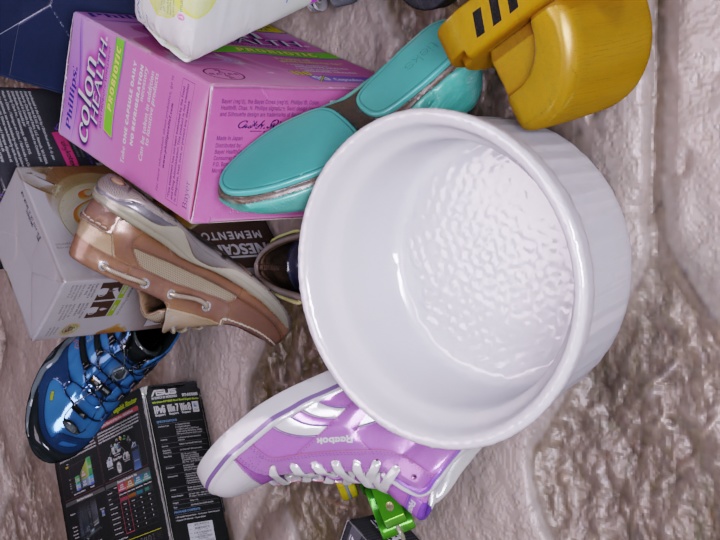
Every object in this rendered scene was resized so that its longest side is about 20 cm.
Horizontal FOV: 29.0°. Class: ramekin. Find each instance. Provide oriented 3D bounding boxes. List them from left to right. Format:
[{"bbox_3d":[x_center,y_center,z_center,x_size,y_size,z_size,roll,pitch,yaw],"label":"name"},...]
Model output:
[{"bbox_3d":[0.068,0.000,0.851,0.199,0.097,0.202,7,102,35],"label":"ramekin"}]

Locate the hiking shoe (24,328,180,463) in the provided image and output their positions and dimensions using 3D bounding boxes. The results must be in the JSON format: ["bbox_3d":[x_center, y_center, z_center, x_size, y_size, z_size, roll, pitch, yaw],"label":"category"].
[{"bbox_3d":[-0.212,0.073,1.179,0.201,0.074,0.087,-59,22,-19],"label":"hiking shoe"}]

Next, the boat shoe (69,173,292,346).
[{"bbox_3d":[-0.131,0.008,1.007,0.072,0.200,0.076,-54,38,-3],"label":"boat shoe"}]

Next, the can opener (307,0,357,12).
[{"bbox_3d":[-0.032,-0.293,1.039,0.066,0.053,0.202,-7,86,19],"label":"can opener"}]

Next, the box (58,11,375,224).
[{"bbox_3d":[-0.093,-0.115,1.014,0.200,0.175,0.098,31,117,46],"label":"box"}]

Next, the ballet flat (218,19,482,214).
[{"bbox_3d":[0.002,-0.083,0.912,0.067,0.199,0.071,48,170,42],"label":"ballet flat"}]

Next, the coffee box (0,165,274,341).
[{"bbox_3d":[-0.175,-0.018,1.103,0.080,0.199,0.115,-53,54,40],"label":"coffee box"}]

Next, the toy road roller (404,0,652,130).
[{"bbox_3d":[0.125,-0.172,0.790,0.200,0.122,0.147,-31,83,50],"label":"toy road roller"}]

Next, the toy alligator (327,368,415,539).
[{"bbox_3d":[0.014,0.150,0.998,0.054,0.059,0.201,73,175,-63],"label":"toy alligator"}]

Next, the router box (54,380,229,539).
[{"bbox_3d":[-0.205,0.198,1.265,0.200,0.062,0.151,-28,71,49],"label":"router box"}]

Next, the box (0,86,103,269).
[{"bbox_3d":[-0.245,-0.078,1.185,0.122,0.199,0.107,-47,58,42],"label":"box"}]

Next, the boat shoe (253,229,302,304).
[{"bbox_3d":[0.000,0.000,0.998,0.199,0.059,0.073,5,97,51],"label":"boat shoe"}]

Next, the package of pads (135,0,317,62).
[{"bbox_3d":[-0.070,-0.245,0.892,0.068,0.154,0.201,39,142,25],"label":"package of pads"}]

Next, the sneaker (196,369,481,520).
[{"bbox_3d":[-0.009,0.129,0.942,0.199,0.073,0.115,-28,71,6],"label":"sneaker"}]

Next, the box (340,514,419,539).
[{"bbox_3d":[0.024,0.302,1.004,0.160,0.044,0.201,40,122,42],"label":"box"}]

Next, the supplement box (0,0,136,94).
[{"bbox_3d":[-0.222,-0.269,1.125,0.200,0.133,0.201,-86,13,-65],"label":"supplement box"}]
